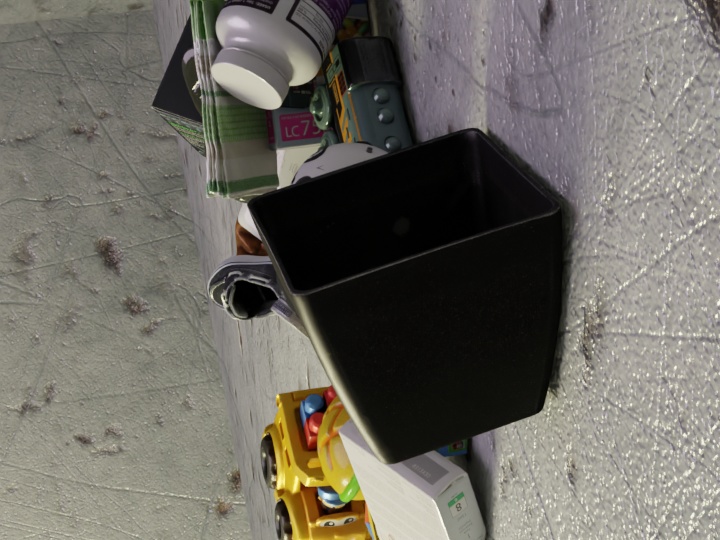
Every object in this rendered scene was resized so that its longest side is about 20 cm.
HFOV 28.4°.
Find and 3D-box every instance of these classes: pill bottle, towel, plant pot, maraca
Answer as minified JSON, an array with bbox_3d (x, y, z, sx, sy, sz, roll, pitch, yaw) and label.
[{"bbox_3d":[-0.070,-0.264,1.408,0.201,0.112,0.112,-64,2,-18],"label":"pill bottle"},{"bbox_3d":[-0.131,-0.176,1.469,0.149,0.030,0.202,-17,-79,-71],"label":"towel"},{"bbox_3d":[0.045,0.027,1.091,0.200,0.198,0.178,-123,16,-65],"label":"plant pot"},{"bbox_3d":[0.011,0.170,1.523,0.138,0.106,0.200,-61,5,18],"label":"maraca"}]

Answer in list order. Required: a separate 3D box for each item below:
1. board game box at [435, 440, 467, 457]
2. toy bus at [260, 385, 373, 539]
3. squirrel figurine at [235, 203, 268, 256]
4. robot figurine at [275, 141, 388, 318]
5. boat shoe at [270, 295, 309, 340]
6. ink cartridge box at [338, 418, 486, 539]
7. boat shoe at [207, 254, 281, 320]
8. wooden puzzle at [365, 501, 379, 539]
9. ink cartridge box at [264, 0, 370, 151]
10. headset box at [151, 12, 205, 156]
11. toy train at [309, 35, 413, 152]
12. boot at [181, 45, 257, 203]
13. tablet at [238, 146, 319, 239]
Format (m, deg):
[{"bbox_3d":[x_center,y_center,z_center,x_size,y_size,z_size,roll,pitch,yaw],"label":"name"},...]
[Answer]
[{"bbox_3d":[0.067,0.050,1.338,0.152,0.036,0.201,-114,21,-56],"label":"board game box"},{"bbox_3d":[-0.040,0.236,1.753,0.192,0.135,0.201,105,155,-54],"label":"toy bus"},{"bbox_3d":[-0.092,-0.115,1.745,0.187,0.140,0.201,94,166,-48],"label":"squirrel figurine"},{"bbox_3d":[-0.015,-0.026,1.290,0.151,0.124,0.200,57,156,26],"label":"robot figurine"},{"bbox_3d":[-0.025,0.062,1.631,0.071,0.070,0.200,34,175,42],"label":"boat shoe"},{"bbox_3d":[0.064,0.245,1.379,0.161,0.050,0.201,29,147,50],"label":"ink cartridge box"},{"bbox_3d":[-0.133,0.027,1.676,0.199,0.068,0.072,-5,119,52],"label":"boat shoe"},{"bbox_3d":[0.031,0.265,1.630,0.185,0.046,0.201,-122,27,-64],"label":"wooden puzzle"},{"bbox_3d":[-0.048,-0.232,1.503,0.042,0.118,0.202,179,83,-73],"label":"ink cartridge box"},{"bbox_3d":[-0.166,-0.240,1.802,0.200,0.092,0.175,44,-114,-72],"label":"headset box"},{"bbox_3d":[0.007,-0.135,1.414,0.114,0.085,0.201,128,134,-61],"label":"toy train"},{"bbox_3d":[-0.121,-0.195,1.596,0.154,0.073,0.205,-60,-36,-45],"label":"boot"},{"bbox_3d":[-0.067,-0.112,1.620,0.130,0.014,0.201,35,117,29],"label":"tablet"}]
